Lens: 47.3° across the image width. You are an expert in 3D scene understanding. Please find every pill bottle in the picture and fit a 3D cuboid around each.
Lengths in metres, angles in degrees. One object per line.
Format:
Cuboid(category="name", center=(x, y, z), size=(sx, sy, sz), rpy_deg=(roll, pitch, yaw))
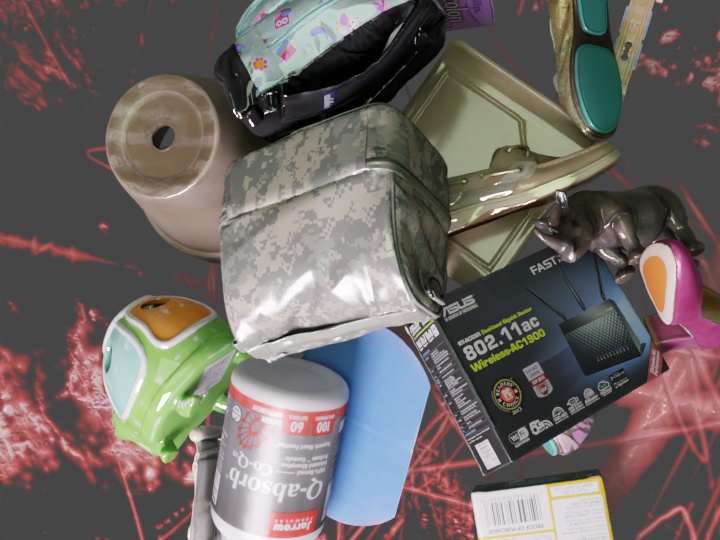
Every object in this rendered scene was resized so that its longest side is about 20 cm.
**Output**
Cuboid(category="pill bottle", center=(-0.082, 0.195, 0.792), size=(0.114, 0.116, 0.203), rpy_deg=(13, 101, 14))

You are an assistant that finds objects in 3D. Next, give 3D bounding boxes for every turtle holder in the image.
Cuboid(category="turtle holder", center=(-0.196, 0.107, 0.852), size=(0.131, 0.186, 0.141), rpy_deg=(39, 62, 13))

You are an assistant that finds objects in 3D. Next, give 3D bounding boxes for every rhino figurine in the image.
Cuboid(category="rhino figurine", center=(0.230, -0.037, 0.748), size=(0.060, 0.197, 0.088), rpy_deg=(-55, 49, 47))

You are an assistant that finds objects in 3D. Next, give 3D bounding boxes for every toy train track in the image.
Cuboid(category="toy train track", center=(0.279, -0.263, 0.818), size=(0.113, 0.033, 0.203), rpy_deg=(18, 90, 14))

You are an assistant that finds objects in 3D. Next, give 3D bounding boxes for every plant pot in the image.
Cuboid(category="plant pot", center=(-0.163, -0.114, 0.835), size=(0.196, 0.173, 0.204), rpy_deg=(-1, 85, 12))

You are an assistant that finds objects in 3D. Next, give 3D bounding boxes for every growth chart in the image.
Cuboid(category="growth chart", center=(-0.154, 0.247, 0.801), size=(0.017, 0.145, 0.203), rpy_deg=(2, 71, 3))

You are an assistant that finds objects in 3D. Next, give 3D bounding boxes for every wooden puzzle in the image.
Cuboid(category="wooden puzzle", center=(0.112, -0.104, 0.844), size=(0.184, 0.037, 0.201), rpy_deg=(37, 98, 13))

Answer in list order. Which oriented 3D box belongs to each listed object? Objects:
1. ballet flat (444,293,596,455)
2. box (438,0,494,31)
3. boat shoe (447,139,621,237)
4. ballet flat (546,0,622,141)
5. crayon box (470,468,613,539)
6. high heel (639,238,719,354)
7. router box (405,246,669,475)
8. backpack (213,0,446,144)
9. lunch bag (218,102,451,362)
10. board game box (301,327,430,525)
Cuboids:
Cuboid(category="ballet flat", center=(0.152, 0.086, 0.804), size=(0.071, 0.069, 0.201), rpy_deg=(-39, 81, -12))
Cuboid(category="box", center=(0.034, -0.344, 0.850), size=(0.196, 0.097, 0.179), rpy_deg=(-5, 84, 13))
Cuboid(category="boat shoe", center=(0.144, -0.089, 0.781), size=(0.197, 0.072, 0.066), rpy_deg=(-20, 85, 19))
Cuboid(category="ballet flat", center=(0.215, -0.215, 0.811), size=(0.069, 0.071, 0.204), rpy_deg=(-5, 78, 12))
Cuboid(category="crayon box", center=(0.183, 0.301, 0.777), size=(0.124, 0.052, 0.204), rpy_deg=(-10, 82, 12))
Cuboid(category="high heel", center=(0.297, 0.019, 0.706), size=(0.095, 0.201, 0.068), rpy_deg=(-18, 54, 9))
Cuboid(category="router box", center=(0.161, 0.070, 0.746), size=(0.198, 0.062, 0.151), rpy_deg=(-22, 74, -25))
Cuboid(category="backpack", center=(-0.024, -0.202, 0.740), size=(0.199, 0.167, 0.127), rpy_deg=(-36, 78, 9))
Cuboid(category="lunch bag", center=(-0.024, -0.020, 0.708), size=(0.197, 0.139, 0.170), rpy_deg=(-14, 59, 27))
Cuboid(category="board game box", center=(0.000, 0.150, 0.836), size=(0.156, 0.039, 0.203), rpy_deg=(19, 98, 35))
